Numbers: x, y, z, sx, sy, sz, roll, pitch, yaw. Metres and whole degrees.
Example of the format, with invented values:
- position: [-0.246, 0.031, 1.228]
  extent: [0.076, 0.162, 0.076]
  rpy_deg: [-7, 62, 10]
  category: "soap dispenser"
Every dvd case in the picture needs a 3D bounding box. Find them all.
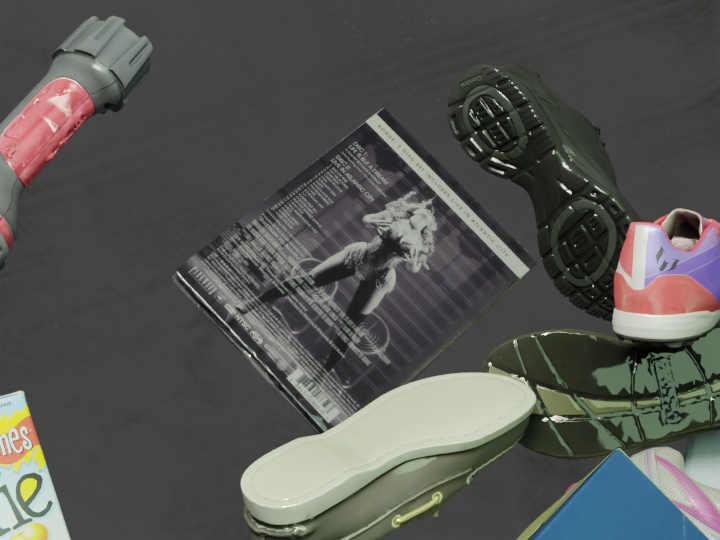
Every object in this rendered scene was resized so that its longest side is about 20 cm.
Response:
- position: [0.000, 0.000, 1.008]
  extent: [0.149, 0.016, 0.200]
  rpy_deg: [45, 59, 8]
  category: "dvd case"

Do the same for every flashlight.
- position: [-0.195, -0.074, 0.950]
  extent: [0.067, 0.068, 0.201]
  rpy_deg: [34, 59, 3]
  category: "flashlight"

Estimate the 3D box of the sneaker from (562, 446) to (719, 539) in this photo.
- position: [0.218, 0.182, 0.948]
  extent: [0.088, 0.081, 0.200]
  rpy_deg: [-37, 80, -29]
  category: "sneaker"

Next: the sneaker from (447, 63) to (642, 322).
- position: [0.144, -0.059, 1.055]
  extent: [0.201, 0.076, 0.091]
  rpy_deg: [58, 35, 2]
  category: "sneaker"

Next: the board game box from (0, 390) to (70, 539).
- position: [-0.193, 0.182, 0.795]
  extent: [0.102, 0.105, 0.202]
  rpy_deg: [-14, 69, -25]
  category: "board game box"

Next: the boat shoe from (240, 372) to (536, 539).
- position: [0.020, 0.117, 0.928]
  extent: [0.200, 0.061, 0.072]
  rpy_deg: [-20, 31, -30]
  category: "boat shoe"

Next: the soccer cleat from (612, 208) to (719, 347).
- position: [0.216, -0.007, 0.994]
  extent: [0.199, 0.067, 0.074]
  rpy_deg: [-18, 110, -54]
  category: "soccer cleat"

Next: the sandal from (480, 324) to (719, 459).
- position: [0.174, 0.077, 0.999]
  extent: [0.198, 0.057, 0.081]
  rpy_deg: [-3, 82, -3]
  category: "sandal"

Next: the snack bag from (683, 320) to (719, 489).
- position: [0.306, 0.098, 1.057]
  extent: [0.197, 0.021, 0.191]
  rpy_deg: [17, 59, -6]
  category: "snack bag"

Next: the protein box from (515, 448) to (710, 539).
- position: [0.129, 0.250, 0.850]
  extent: [0.200, 0.135, 0.198]
  rpy_deg: [45, 58, 8]
  category: "protein box"
